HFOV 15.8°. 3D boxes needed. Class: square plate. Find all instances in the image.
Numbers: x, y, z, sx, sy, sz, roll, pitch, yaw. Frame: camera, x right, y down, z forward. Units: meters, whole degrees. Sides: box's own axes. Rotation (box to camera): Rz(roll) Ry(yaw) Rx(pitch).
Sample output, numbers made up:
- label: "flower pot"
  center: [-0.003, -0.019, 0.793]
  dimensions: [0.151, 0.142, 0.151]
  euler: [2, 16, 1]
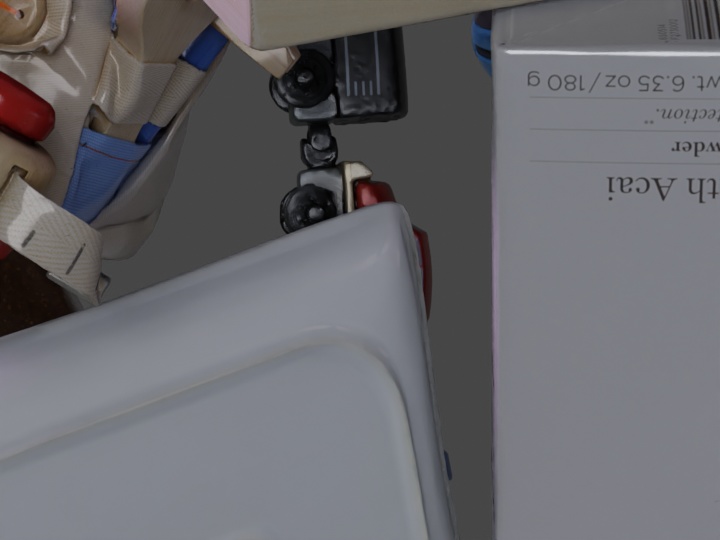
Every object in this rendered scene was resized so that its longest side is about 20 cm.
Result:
- label: "square plate"
  center: [-0.046, 0.103, 0.711]
  dimensions: [0.199, 0.028, 0.199]
  euler: [-20, 108, -29]

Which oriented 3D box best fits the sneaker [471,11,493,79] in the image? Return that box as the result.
- label: "sneaker"
  center: [0.131, -0.089, 0.761]
  dimensions: [0.199, 0.073, 0.082]
  euler: [-5, 65, 6]

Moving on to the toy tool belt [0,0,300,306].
- label: "toy tool belt"
  center: [-0.080, -0.074, 0.705]
  dimensions: [0.125, 0.200, 0.123]
  euler: [31, 95, -5]

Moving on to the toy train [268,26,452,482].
- label: "toy train"
  center: [0.000, 0.000, 0.781]
  dimensions: [0.046, 0.034, 0.201]
  euler: [-4, 90, -6]

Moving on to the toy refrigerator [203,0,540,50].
- label: "toy refrigerator"
  center: [0.053, -0.116, 0.635]
  dimensions: [0.199, 0.070, 0.076]
  euler: [-13, 121, -19]

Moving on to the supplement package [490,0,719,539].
- label: "supplement package"
  center: [0.095, 0.010, 0.691]
  dimensions: [0.121, 0.120, 0.201]
  euler: [0, 118, 4]

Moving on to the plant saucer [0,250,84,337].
- label: "plant saucer"
  center: [-0.140, 0.035, 0.719]
  dimensions: [0.037, 0.200, 0.201]
  euler: [-33, 87, 42]
